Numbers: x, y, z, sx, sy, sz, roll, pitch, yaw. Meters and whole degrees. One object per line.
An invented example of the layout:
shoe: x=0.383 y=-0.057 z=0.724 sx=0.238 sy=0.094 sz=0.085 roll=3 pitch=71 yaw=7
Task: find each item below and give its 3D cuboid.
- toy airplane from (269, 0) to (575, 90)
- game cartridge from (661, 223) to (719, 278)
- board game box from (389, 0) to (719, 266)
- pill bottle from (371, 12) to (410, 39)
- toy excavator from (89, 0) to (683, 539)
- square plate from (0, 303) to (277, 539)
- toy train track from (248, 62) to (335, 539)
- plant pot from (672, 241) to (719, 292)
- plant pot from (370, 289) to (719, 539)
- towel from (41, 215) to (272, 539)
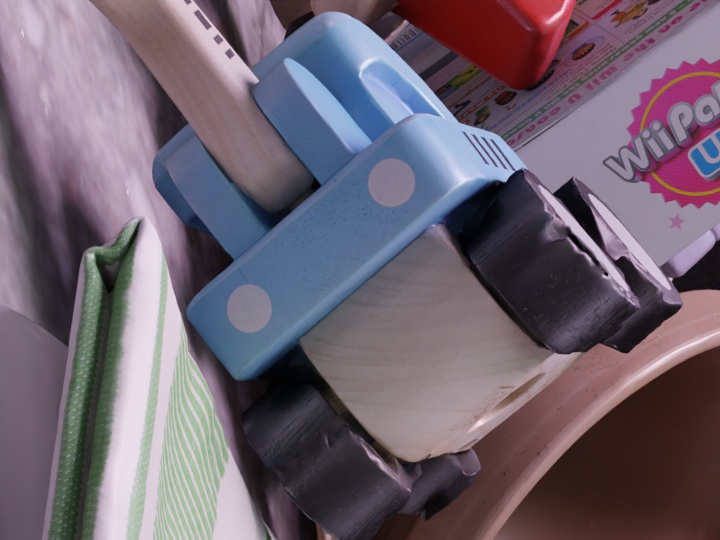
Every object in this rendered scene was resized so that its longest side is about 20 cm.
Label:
toy airplane: x=0.009 y=-0.164 z=0.859 sx=0.200 sy=0.141 sz=0.199 roll=15 pitch=-61 yaw=63
game cartridge: x=0.095 y=-0.044 z=0.954 sx=0.038 sy=0.130 sz=0.200 roll=51 pitch=-19 yaw=-19
board game box: x=0.085 y=-0.068 z=0.880 sx=0.064 sy=0.147 sz=0.200 roll=53 pitch=2 yaw=-17
pill bottle: x=0.027 y=-0.134 z=1.085 sx=0.114 sy=0.114 sz=0.200 roll=-67 pitch=141 yaw=-73
toy excavator: x=-0.027 y=-0.035 z=0.673 sx=0.200 sy=0.100 sz=0.194 roll=50 pitch=11 yaw=11
square plate: x=-0.039 y=0.125 z=0.638 sx=0.198 sy=0.028 sz=0.200 roll=54 pitch=23 yaw=-63
toy train track: x=-0.024 y=0.035 z=0.809 sx=0.115 sy=0.032 sz=0.200 roll=172 pitch=-90 yaw=-72
plant pot: x=0.146 y=-0.015 z=1.197 sx=0.177 sy=0.200 sz=0.200 roll=42 pitch=33 yaw=-48
plant pot: x=0.060 y=0.079 z=0.911 sx=0.093 sy=0.201 sz=0.201 roll=39 pitch=-11 yaw=32
towel: x=-0.025 y=0.104 z=0.601 sx=0.153 sy=0.023 sz=0.200 roll=-92 pitch=163 yaw=-52
